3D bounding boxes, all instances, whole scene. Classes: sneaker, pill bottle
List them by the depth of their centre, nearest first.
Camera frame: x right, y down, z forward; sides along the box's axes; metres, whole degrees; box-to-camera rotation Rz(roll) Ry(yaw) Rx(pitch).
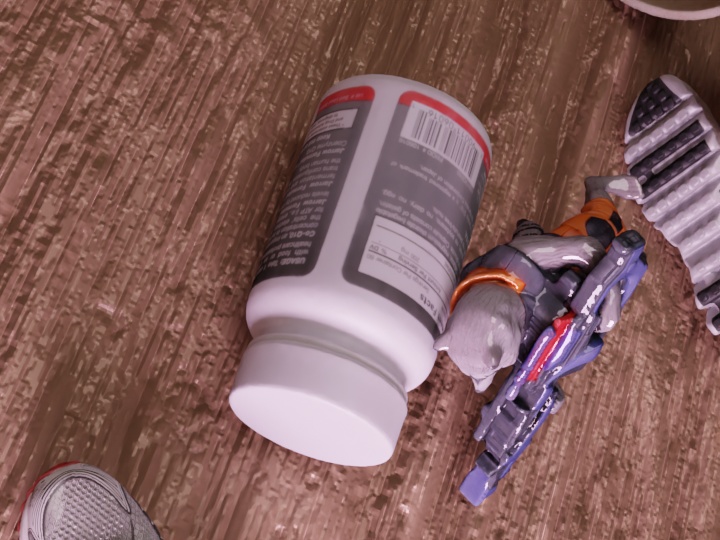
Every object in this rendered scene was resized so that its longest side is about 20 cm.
[{"bbox_3d":[-0.104,0.186,0.648,0.077,0.082,0.202,-25,84,-31],"label":"sneaker"},{"bbox_3d":[0.000,0.000,0.746,0.113,0.114,0.202,26,63,-15],"label":"pill bottle"},{"bbox_3d":[0.251,-0.043,0.919,0.080,0.075,0.202,-9,74,-49],"label":"sneaker"}]

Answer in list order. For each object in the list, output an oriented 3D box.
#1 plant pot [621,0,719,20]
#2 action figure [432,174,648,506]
[{"bbox_3d":[0.270,-0.311,0.961,0.183,0.200,0.202,-36,90,-43],"label":"plant pot"},{"bbox_3d":[0.094,0.031,0.772,0.104,0.201,0.193,37,25,16],"label":"action figure"}]
